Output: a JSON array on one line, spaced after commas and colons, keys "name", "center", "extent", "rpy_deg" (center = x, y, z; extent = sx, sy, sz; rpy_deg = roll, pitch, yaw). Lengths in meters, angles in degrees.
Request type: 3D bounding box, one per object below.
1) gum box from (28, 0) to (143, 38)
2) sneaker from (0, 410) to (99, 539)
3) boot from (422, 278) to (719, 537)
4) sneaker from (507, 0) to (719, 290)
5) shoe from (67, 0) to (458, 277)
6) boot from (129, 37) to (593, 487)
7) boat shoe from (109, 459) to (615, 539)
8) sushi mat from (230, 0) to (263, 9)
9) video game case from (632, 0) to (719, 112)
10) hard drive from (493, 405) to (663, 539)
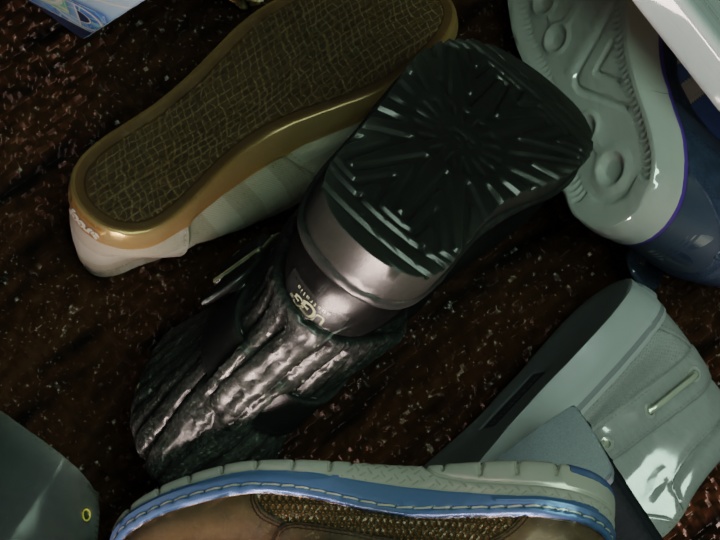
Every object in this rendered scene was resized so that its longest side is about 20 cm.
[{"name": "gum box", "center": [-0.139, -0.166, 1.079], "extent": [0.170, 0.200, 0.045], "rpy_deg": [33, 74, -14]}, {"name": "sneaker", "center": [-0.115, 0.151, 1.119], "extent": [0.106, 0.075, 0.200], "rpy_deg": [-45, 99, -19]}, {"name": "boot", "center": [0.081, 0.102, 1.203], "extent": [0.200, 0.074, 0.096], "rpy_deg": [-44, 101, -17]}, {"name": "sneaker", "center": [0.145, -0.086, 1.260], "extent": [0.146, 0.080, 0.201], "rpy_deg": [17, 56, -42]}, {"name": "shoe", "center": [-0.042, -0.061, 1.191], "extent": [0.200, 0.053, 0.070], "rpy_deg": [-33, 64, -25]}, {"name": "boot", "center": [-0.002, -0.002, 1.157], "extent": [0.079, 0.158, 0.211], "rpy_deg": [44, 36, 8]}, {"name": "boat shoe", "center": [-0.004, 0.116, 1.078], "extent": [0.199, 0.072, 0.073], "rpy_deg": [-7, 57, 17]}, {"name": "sushi mat", "center": [-0.082, -0.205, 1.166], "extent": [0.012, 0.096, 0.201], "rpy_deg": [-18, 91, 7]}, {"name": "video game case", "center": [0.148, -0.149, 1.218], "extent": [0.200, 0.023, 0.182], "rpy_deg": [49, 33, -17]}, {"name": "hard drive", "center": [0.045, 0.163, 1.153], "extent": [0.200, 0.042, 0.135], "rpy_deg": [-40, 126, -7]}]
